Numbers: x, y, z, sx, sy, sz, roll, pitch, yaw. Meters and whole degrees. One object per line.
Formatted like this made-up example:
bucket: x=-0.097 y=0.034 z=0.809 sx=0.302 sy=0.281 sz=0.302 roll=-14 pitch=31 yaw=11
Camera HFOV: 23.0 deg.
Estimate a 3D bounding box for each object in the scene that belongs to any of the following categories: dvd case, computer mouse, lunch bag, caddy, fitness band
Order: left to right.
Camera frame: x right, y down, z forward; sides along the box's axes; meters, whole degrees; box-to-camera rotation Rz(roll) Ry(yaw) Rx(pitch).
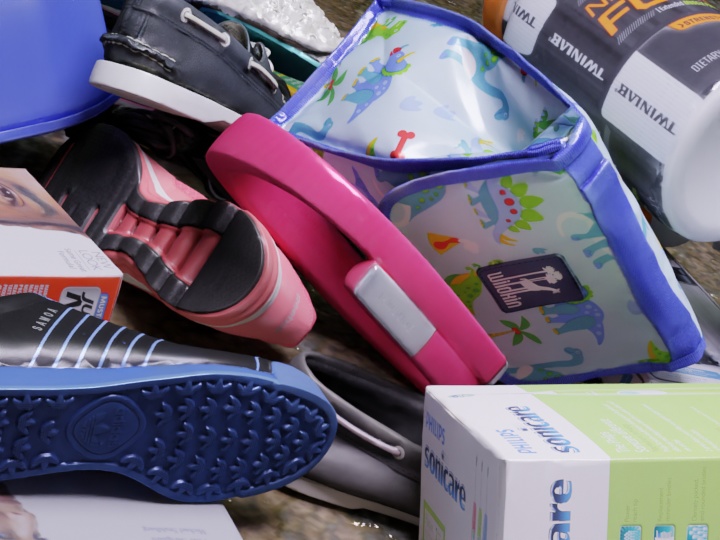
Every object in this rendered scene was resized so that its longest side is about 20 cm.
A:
caddy: x=-0.226 y=-0.111 z=0.959 sx=0.198 sy=0.106 sz=0.141 roll=-15 pitch=28 yaw=-23
dvd case: x=-0.099 y=0.122 z=0.672 sx=0.142 sy=0.018 sz=0.200 roll=8 pitch=26 yaw=-31
computer mouse: x=-0.084 y=-0.054 z=1.046 sx=0.199 sy=0.046 sz=0.140 roll=18 pitch=0 yaw=-41
fitness band: x=0.000 y=0.000 z=0.871 sx=0.143 sy=0.037 sz=0.200 roll=38 pitch=-9 yaw=49
lunch bag: x=0.074 y=-0.032 z=0.915 sx=0.199 sy=0.128 sz=0.170 roll=21 pitch=-23 yaw=47

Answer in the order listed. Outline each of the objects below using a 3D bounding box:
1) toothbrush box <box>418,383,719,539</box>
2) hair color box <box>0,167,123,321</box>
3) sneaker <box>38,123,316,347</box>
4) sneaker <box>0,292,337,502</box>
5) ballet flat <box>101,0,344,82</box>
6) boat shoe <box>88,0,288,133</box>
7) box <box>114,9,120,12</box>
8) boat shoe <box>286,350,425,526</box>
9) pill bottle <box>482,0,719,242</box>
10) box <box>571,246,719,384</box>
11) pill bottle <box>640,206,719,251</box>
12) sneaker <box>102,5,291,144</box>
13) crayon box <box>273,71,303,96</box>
toothbrush box: x=0.134 y=0.099 z=0.729 sx=0.198 sy=0.087 sz=0.146 roll=1 pitch=7 yaw=-10
hair color box: x=-0.220 y=0.000 z=0.785 sx=0.199 sy=0.064 sz=0.111 roll=2 pitch=28 yaw=-41
sneaker: x=-0.100 y=-0.009 z=0.930 sx=0.200 sy=0.074 sz=0.087 roll=32 pitch=-6 yaw=41
sneaker: x=-0.107 y=0.045 z=0.725 sx=0.198 sy=0.071 sz=0.078 roll=6 pitch=32 yaw=-29
ballet flat: x=-0.084 y=-0.167 z=1.031 sx=0.199 sy=0.072 sz=0.072 roll=22 pitch=22 yaw=17
boat shoe: x=-0.076 y=-0.107 z=0.969 sx=0.075 sy=0.061 sz=0.200 roll=19 pitch=2 yaw=17
box: x=-0.163 y=-0.208 z=1.117 sx=0.198 sy=0.159 sz=0.050 roll=1 pitch=35 yaw=-10
boat shoe: x=0.049 y=0.090 z=0.821 sx=0.198 sy=0.057 sz=0.067 roll=16 pitch=23 yaw=-11
pill bottle: x=0.147 y=-0.108 z=0.962 sx=0.106 sy=0.107 sz=0.200 roll=3 pitch=29 yaw=-37
box: x=0.157 y=0.043 z=1.017 sx=0.116 sy=0.061 sz=0.200 roll=11 pitch=24 yaw=-24
pill bottle: x=0.165 y=-0.080 z=1.083 sx=0.199 sy=0.110 sz=0.110 roll=21 pitch=22 yaw=15
sneaker: x=-0.129 y=-0.126 z=1.084 sx=0.198 sy=0.081 sz=0.086 roll=9 pitch=-7 yaw=-25
crayon box: x=0.008 y=-0.090 z=1.201 sx=0.199 sy=0.052 sz=0.125 roll=33 pitch=25 yaw=24
